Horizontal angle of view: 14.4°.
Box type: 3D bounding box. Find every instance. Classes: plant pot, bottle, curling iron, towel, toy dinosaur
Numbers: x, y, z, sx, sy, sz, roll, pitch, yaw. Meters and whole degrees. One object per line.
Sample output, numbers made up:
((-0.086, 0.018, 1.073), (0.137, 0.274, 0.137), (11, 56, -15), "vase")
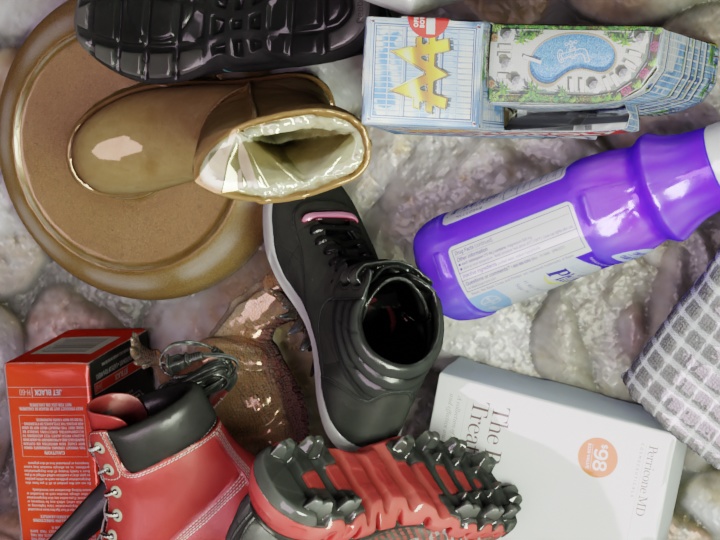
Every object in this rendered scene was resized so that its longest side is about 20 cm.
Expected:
((-0.141, -0.078, 1.768), (0.199, 0.027, 0.201), (4, 101, 18), "plant pot")
((0.132, -0.031, 1.650), (0.200, 0.083, 0.065), (-21, 83, 21), "bottle")
((-0.143, 0.117, 1.703), (0.050, 0.026, 0.200), (32, 109, -25), "curling iron")
((0.272, 0.060, 1.617), (0.200, 0.086, 0.166), (38, 111, 9), "towel")
((-0.061, 0.083, 1.745), (0.135, 0.086, 0.201), (-5, 107, 8), "toy dinosaur")

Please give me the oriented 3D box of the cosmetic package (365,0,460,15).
((-0.012, -0.260, 1.611), (0.200, 0.166, 0.168), (23, 107, 13), "cosmetic package")

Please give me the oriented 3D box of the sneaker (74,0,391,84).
((-0.074, -0.144, 1.698), (0.199, 0.079, 0.076), (4, 88, 21), "sneaker")

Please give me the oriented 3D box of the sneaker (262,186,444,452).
((0.000, 0.000, 1.667), (0.099, 0.071, 0.200), (-54, 45, 52), "sneaker")

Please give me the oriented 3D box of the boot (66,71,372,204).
((-0.087, -0.073, 1.627), (0.175, 0.200, 0.066), (-16, 102, -1), "boot")

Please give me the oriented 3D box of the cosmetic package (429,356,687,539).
((0.106, 0.168, 1.717), (0.150, 0.052, 0.201), (13, 105, 14), "cosmetic package")

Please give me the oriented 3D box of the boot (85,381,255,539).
((-0.148, 0.152, 1.673), (0.200, 0.072, 0.144), (-35, 111, 12), "boot")

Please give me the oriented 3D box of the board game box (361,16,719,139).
((0.082, -0.105, 1.587), (0.199, 0.200, 0.062), (2, 92, 20), "board game box")

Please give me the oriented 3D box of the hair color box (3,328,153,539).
((-0.168, 0.144, 1.781), (0.061, 0.101, 0.201), (-1, 101, 19), "hair color box")

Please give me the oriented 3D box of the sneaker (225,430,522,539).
((0.003, 0.144, 1.631), (0.098, 0.200, 0.071), (-55, 51, 31), "sneaker")
